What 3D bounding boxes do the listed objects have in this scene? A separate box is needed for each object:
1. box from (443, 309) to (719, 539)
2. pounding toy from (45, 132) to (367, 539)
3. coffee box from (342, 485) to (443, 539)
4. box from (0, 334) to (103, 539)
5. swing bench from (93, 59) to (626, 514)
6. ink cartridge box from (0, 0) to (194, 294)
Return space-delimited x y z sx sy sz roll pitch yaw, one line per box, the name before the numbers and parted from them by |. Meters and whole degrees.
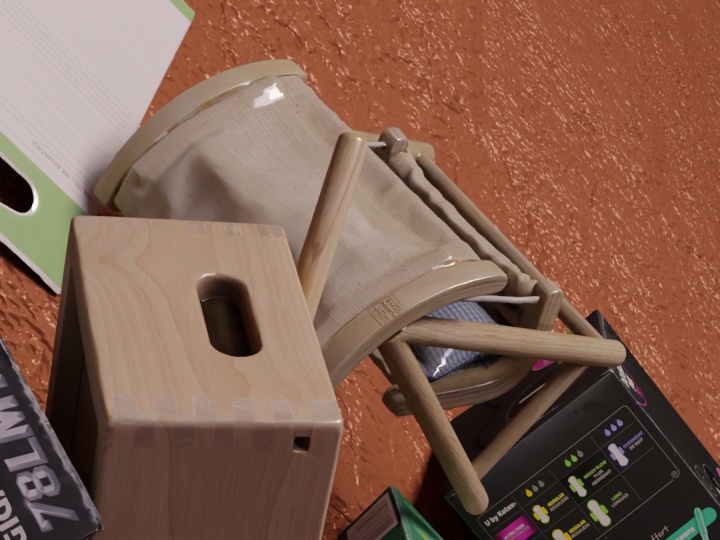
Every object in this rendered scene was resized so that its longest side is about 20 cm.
box | 0.153 0.149 1.551 0.200 0.124 0.149 50 9 -8
pounding toy | -0.063 0.061 1.205 0.141 0.185 0.200 3 32 -14
coffee box | 0.049 0.194 1.385 0.123 0.044 0.200 48 5 -14
box | -0.186 0.022 1.127 0.201 0.050 0.198 63 -13 -10
swing bench | 0.000 0.000 1.403 0.199 0.130 0.200 47 8 36
ink cartridge box | -0.178 -0.105 1.408 0.146 0.048 0.201 45 53 -32
